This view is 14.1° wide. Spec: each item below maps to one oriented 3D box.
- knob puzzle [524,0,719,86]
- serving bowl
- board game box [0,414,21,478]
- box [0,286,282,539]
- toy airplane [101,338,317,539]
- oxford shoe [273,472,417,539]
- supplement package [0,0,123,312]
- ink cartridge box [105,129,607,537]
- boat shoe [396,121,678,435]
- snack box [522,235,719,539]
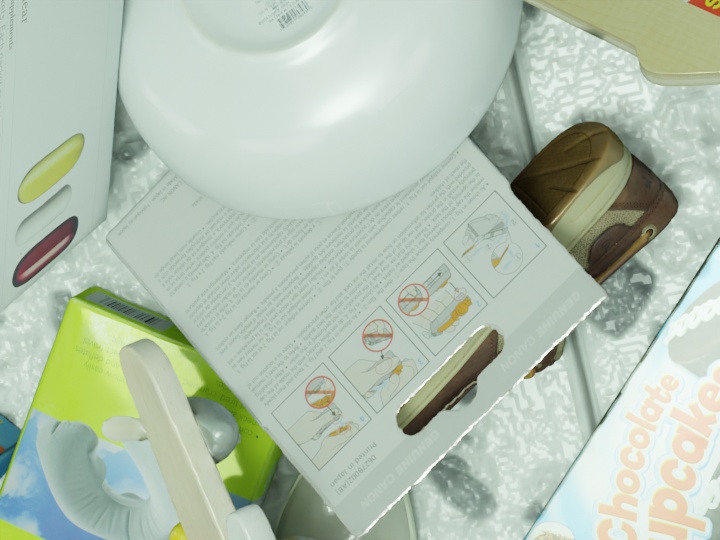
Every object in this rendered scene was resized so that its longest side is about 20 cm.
[{"bbox_3d":[0.181,-0.151,1.254,0.220,0.030,0.220,-7,58,11],"label":"knob puzzle"},{"bbox_3d":[-0.031,-0.126,1.305,0.200,0.066,0.200,-5,75,19],"label":"serving bowl"},{"bbox_3d":[-0.274,0.057,1.351,0.200,0.196,0.056,39,104,4],"label":"board game box"},{"bbox_3d":[-0.115,0.122,1.406,0.122,0.048,0.200,22,101,7],"label":"box"},{"bbox_3d":[-0.052,0.152,1.305,0.199,0.141,0.200,33,124,30],"label":"toy airplane"},{"bbox_3d":[-0.020,0.180,1.392,0.075,0.058,0.200,17,99,11],"label":"oxford shoe"},{"bbox_3d":[-0.199,-0.103,1.292,0.156,0.111,0.200,23,130,18],"label":"supplement package"},{"bbox_3d":[0.000,0.000,1.324,0.161,0.050,0.200,-45,68,8],"label":"ink cartridge box"},{"bbox_3d":[0.067,0.025,1.341,0.072,0.072,0.200,37,98,-28],"label":"boat shoe"},{"bbox_3d":[0.167,0.091,1.351,0.116,0.037,0.200,33,103,5],"label":"snack box"}]
